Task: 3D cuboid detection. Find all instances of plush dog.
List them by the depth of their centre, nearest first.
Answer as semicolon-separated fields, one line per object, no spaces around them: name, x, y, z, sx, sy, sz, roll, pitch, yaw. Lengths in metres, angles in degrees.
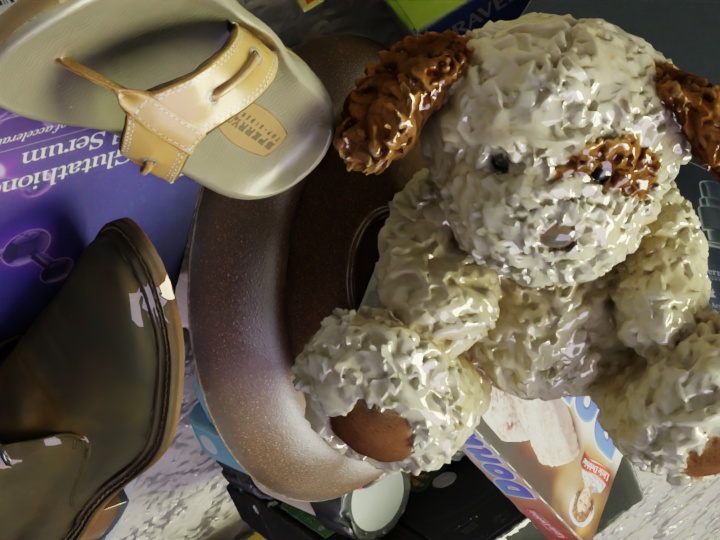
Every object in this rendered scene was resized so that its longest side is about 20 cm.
plush dog;0.076;-0.024;1.094;0.199;0.161;0.172;4;131;0

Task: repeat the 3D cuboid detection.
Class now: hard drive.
hard drive;0.033;0.110;1.408;0.139;0.200;0.038;-33;119;-19

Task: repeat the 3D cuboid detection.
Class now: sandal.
sandal;-0.061;-0.059;0.992;0.080;0.054;0.200;-41;151;12

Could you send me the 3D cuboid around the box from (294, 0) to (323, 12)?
box;-0.025;-0.183;1.057;0.075;0.050;0.200;-31;152;-6

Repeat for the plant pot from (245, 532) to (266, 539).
plant pot;-0.020;0.217;1.560;0.200;0.199;0.143;28;90;-58

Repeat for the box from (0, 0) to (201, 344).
box;-0.146;-0.049;1.086;0.147;0.105;0.200;-18;148;-26

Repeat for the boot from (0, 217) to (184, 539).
boot;-0.132;0.060;1.082;0.097;0.075;0.200;-19;151;-30

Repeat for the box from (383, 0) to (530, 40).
box;0.079;-0.117;1.265;0.122;0.048;0.200;-34;152;-2

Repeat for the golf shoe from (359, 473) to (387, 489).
golf shoe;-0.003;-0.007;1.274;0.092;0.072;0.201;-31;119;-46

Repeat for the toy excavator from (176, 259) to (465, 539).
toy excavator;-0.050;0.040;1.329;0.194;0.100;0.201;-41;127;-26

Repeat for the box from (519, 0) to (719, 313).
box;0.146;-0.045;1.209;0.107;0.148;0.200;-55;160;-28

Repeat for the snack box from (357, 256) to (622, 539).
snack box;0.062;0.047;1.236;0.200;0.024;0.072;47;57;-46

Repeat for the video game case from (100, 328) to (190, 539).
video game case;-0.193;0.106;1.363;0.199;0.022;0.183;-14;146;-32

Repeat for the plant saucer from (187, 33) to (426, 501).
plant saucer;0.000;0.000;1.191;0.200;0.032;0.202;-10;102;-55
